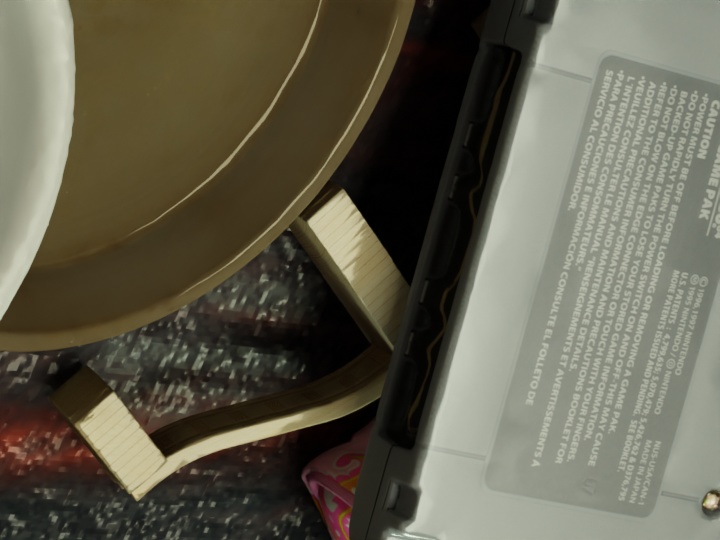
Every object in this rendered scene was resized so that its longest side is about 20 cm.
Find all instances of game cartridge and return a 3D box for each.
[{"bbox_3d":[0.080,0.005,0.920,0.133,0.040,0.201,14,95,-27],"label":"game cartridge"}]

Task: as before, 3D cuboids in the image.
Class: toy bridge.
[{"bbox_3d":[0.000,0.000,0.912,0.200,0.027,0.067,-41,119,-12],"label":"toy bridge"}]

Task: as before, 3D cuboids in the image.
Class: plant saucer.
[{"bbox_3d":[-0.067,-0.070,0.810,0.200,0.029,0.201,-25,135,-28],"label":"plant saucer"}]

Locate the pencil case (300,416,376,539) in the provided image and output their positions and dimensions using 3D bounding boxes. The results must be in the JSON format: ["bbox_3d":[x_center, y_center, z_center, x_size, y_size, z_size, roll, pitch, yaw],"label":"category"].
[{"bbox_3d":[0.077,0.042,0.992,0.200,0.087,0.088,-36,138,-17],"label":"pencil case"}]

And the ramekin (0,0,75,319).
[{"bbox_3d":[-0.172,-0.044,0.654,0.200,0.098,0.201,-16,126,-24],"label":"ramekin"}]
